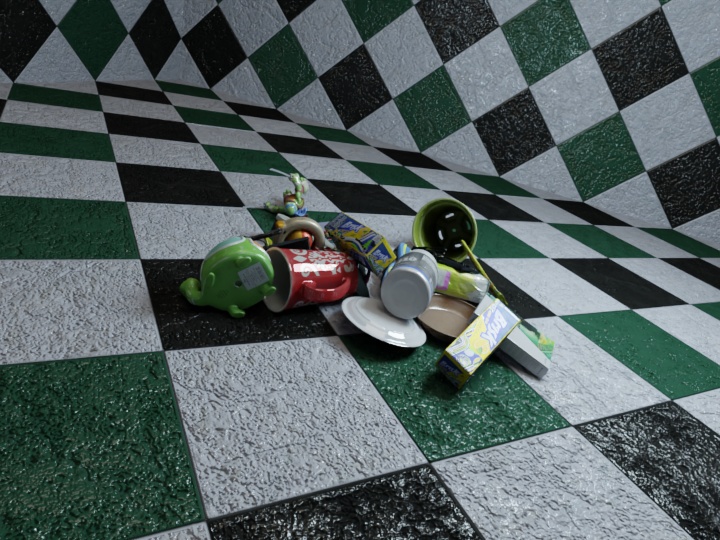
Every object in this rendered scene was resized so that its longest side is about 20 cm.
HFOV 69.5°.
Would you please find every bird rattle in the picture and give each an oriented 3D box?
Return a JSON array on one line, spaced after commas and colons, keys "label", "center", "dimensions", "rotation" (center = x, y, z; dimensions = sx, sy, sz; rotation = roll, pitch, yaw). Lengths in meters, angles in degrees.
[{"label": "bird rattle", "center": [-0.142, -0.049, 1.242], "dimensions": [0.195, 0.166, 0.114], "rotation": [1, 37, -10]}]

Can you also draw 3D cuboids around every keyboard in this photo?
[{"label": "keyboard", "center": [-0.209, -0.045, 1.160], "dimensions": [0.195, 0.129, 0.021], "rotation": [-15, 48, -11]}, {"label": "keyboard", "center": [0.218, -0.041, 1.366], "dimensions": [0.103, 0.041, 0.198], "rotation": [11, 9, -40]}]

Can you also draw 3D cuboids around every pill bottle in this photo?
[{"label": "pill bottle", "center": [0.119, 0.022, 1.191], "dimensions": [0.111, 0.116, 0.200], "rotation": [18, 20, 10]}]

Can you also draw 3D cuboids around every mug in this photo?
[{"label": "mug", "center": [-0.100, 0.031, 1.145], "dimensions": [0.197, 0.135, 0.179], "rotation": [-3, 46, -43]}]

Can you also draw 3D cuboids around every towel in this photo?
[{"label": "towel", "center": [0.337, 0.006, 1.418], "dimensions": [0.202, 0.018, 0.086], "rotation": [63, 8, 33]}]

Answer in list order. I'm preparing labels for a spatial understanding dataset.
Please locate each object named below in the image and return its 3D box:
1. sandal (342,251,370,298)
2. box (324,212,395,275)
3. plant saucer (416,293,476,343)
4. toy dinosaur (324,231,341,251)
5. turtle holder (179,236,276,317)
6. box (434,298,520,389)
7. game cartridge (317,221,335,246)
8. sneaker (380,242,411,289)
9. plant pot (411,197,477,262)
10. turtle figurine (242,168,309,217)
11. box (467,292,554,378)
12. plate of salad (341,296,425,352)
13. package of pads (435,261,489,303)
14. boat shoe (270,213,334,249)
[{"label": "sandal", "center": [0.001, 0.001, 1.281], "dimensions": [0.075, 0.048, 0.203], "rotation": [36, 26, -35]}, {"label": "box", "center": [-0.004, -0.067, 1.228], "dimensions": [0.064, 0.071, 0.199], "rotation": [-41, 38, -9]}, {"label": "plant saucer", "center": [0.211, 0.119, 1.220], "dimensions": [0.195, 0.037, 0.201], "rotation": [11, 25, -5]}, {"label": "toy dinosaur", "center": [-0.021, -0.053, 1.408], "dimensions": [0.059, 0.109, 0.199], "rotation": [-16, -29, 24]}, {"label": "turtle holder", "center": [-0.267, 0.014, 1.070], "dimensions": [0.140, 0.186, 0.133], "rotation": [30, 19, -35]}, {"label": "box", "center": [0.240, 0.145, 1.053], "dimensions": [0.070, 0.065, 0.199], "rotation": [43, 52, 16]}, {"label": "game cartridge", "center": [-0.092, -0.109, 1.546], "dimensions": [0.197, 0.039, 0.129], "rotation": [-11, 30, -44]}, {"label": "sneaker", "center": [0.090, 0.005, 1.360], "dimensions": [0.071, 0.083, 0.201], "rotation": [41, 33, -11]}, {"label": "plant pot", "center": [0.277, -0.122, 1.620], "dimensions": [0.197, 0.205, 0.184], "rotation": [22, 13, 17]}, {"label": "turtle figurine", "center": [-0.240, -0.251, 1.632], "dimensions": [0.196, 0.147, 0.194], "rotation": [17, 20, -2]}, {"label": "box", "center": [0.348, 0.143, 1.187], "dimensions": [0.199, 0.037, 0.144], "rotation": [39, 29, 10]}, {"label": "plate of salad", "center": [0.048, 0.116, 1.121], "dimensions": [0.196, 0.049, 0.201], "rotation": [21, 18, -7]}, {"label": "package of pads", "center": [0.232, 0.021, 1.363], "dimensions": [0.195, 0.070, 0.155], "rotation": [15, 8, 3]}, {"label": "boat shoe", "center": [-0.154, -0.079, 1.410], "dimensions": [0.197, 0.061, 0.074], "rotation": [31, 15, 1]}]
